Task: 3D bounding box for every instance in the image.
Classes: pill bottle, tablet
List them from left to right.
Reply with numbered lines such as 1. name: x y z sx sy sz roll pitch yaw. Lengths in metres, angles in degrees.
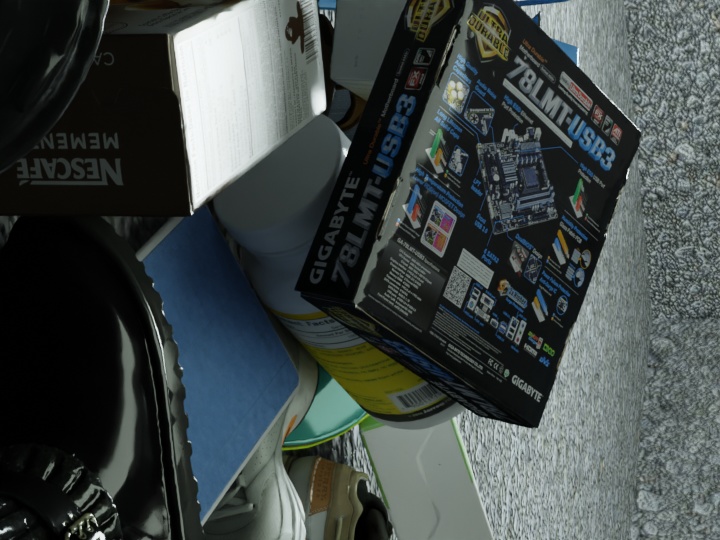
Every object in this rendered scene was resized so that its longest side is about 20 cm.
1. tablet: -0.098 0.058 0.842 0.131 0.014 0.200 62 30 -17
2. pill bottle: 0.000 0.000 0.964 0.200 0.112 0.113 50 40 -42

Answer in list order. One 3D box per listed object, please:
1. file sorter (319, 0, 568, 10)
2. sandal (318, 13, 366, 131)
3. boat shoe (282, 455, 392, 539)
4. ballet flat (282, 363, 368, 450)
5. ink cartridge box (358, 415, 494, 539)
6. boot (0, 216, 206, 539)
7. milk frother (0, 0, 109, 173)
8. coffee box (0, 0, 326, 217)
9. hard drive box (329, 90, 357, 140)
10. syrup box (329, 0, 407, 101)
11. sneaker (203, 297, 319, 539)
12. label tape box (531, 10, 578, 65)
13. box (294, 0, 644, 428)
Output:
1. file sorter: 0.052 -0.255 1.129 0.199 0.122 0.140 -5 95 -42
2. sandal: -0.019 -0.117 1.061 0.200 0.054 0.082 117 -21 -84
3. boat shoe: -0.013 0.195 1.143 0.200 0.068 0.075 66 27 -57
4. ballet flat: -0.005 0.064 1.095 0.199 0.067 0.067 -27 106 -25
5. ink cartridge box: 0.039 0.122 1.192 0.200 0.067 0.118 -106 177 -74
6. boot: -0.142 0.081 0.670 0.158 0.079 0.213 -15 88 -58
7. milk frother: -0.187 -0.098 0.432 0.200 0.180 0.188 53 -9 -18
8. coffee box: -0.099 -0.090 0.757 0.200 0.114 0.080 -48 136 -65
9. hard drive box: 0.010 -0.051 1.216 0.200 0.076 0.157 -68 153 -52
10. syrup box: 0.047 -0.141 1.026 0.200 0.081 0.079 12 83 -74
11. sneaker: -0.077 0.100 0.937 0.092 0.075 0.201 60 25 -47
12. label tape box: 0.118 -0.087 1.173 0.200 0.063 0.145 153 -60 -71
13. box: 0.069 -0.036 0.913 0.200 0.049 0.200 34 71 -47
